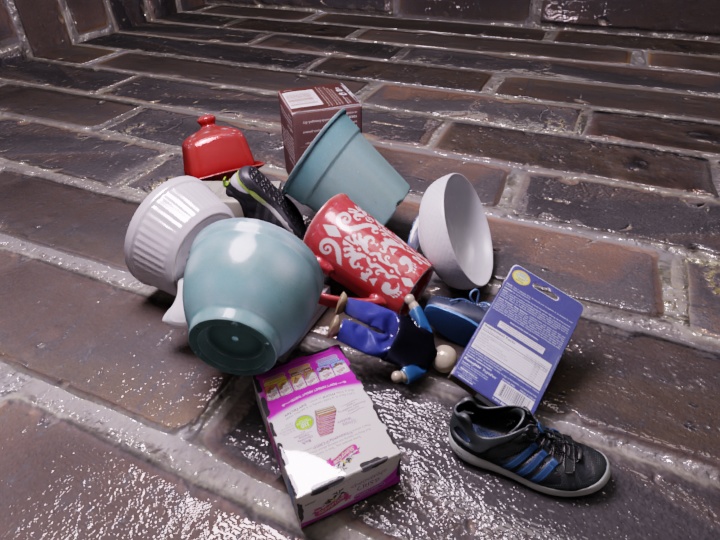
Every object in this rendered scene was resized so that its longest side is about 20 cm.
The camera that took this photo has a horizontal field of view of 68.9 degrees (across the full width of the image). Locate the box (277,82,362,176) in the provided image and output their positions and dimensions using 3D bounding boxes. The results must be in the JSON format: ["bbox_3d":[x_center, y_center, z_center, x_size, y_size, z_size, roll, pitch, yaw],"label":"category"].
[{"bbox_3d":[-0.093,-0.308,1.232,0.159,0.205,0.167,-12,37,-15],"label":"box"}]

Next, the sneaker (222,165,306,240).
[{"bbox_3d":[-0.186,-0.118,1.028,0.082,0.201,0.073,-29,29,22],"label":"sneaker"}]

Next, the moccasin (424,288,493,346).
[{"bbox_3d":[0.196,0.083,0.813,0.195,0.081,0.069,22,55,9],"label":"moccasin"}]

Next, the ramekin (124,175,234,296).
[{"bbox_3d":[-0.298,-0.048,0.909,0.093,0.206,0.202,29,45,18],"label":"ramekin"}]

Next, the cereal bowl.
[{"bbox_3d":[0.159,-0.062,0.924,0.082,0.203,0.201,-16,25,34],"label":"cereal bowl"}]

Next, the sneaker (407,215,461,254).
[{"bbox_3d":[0.163,-0.080,1.026,0.084,0.079,0.199,27,46,27],"label":"sneaker"}]

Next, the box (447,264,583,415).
[{"bbox_3d":[0.223,0.101,0.739,0.119,0.033,0.202,31,68,14],"label":"box"}]

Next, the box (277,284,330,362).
[{"bbox_3d":[-0.169,0.057,0.885,0.195,0.042,0.156,15,41,23],"label":"box"}]

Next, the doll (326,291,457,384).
[{"bbox_3d":[0.054,0.095,0.764,0.195,0.049,0.139,24,58,-6],"label":"doll"}]

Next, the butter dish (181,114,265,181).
[{"bbox_3d":[-0.344,-0.286,1.228,0.194,0.152,0.199,-17,17,-21],"label":"butter dish"}]

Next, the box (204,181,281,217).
[{"bbox_3d":[-0.266,-0.135,1.111,0.193,0.080,0.096,1,36,4],"label":"box"}]

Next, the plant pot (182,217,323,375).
[{"bbox_3d":[-0.156,0.052,0.707,0.193,0.204,0.137,3,45,7],"label":"plant pot"}]

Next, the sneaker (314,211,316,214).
[{"bbox_3d":[-0.012,-0.165,1.157,0.080,0.076,0.199,32,54,25],"label":"sneaker"}]

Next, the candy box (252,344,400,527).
[{"bbox_3d":[-0.049,0.199,0.673,0.133,0.062,0.201,-15,38,-18],"label":"candy box"}]

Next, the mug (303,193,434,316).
[{"bbox_3d":[0.003,0.001,0.876,0.198,0.134,0.180,34,85,16],"label":"mug"}]

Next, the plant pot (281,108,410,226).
[{"bbox_3d":[-0.019,-0.166,1.014,0.195,0.201,0.202,38,41,-5],"label":"plant pot"}]

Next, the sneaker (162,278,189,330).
[{"bbox_3d":[-0.253,0.015,0.859,0.086,0.077,0.202,-1,38,22],"label":"sneaker"}]

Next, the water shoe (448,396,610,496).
[{"bbox_3d":[0.203,0.211,0.632,0.194,0.081,0.072,8,37,13],"label":"water shoe"}]
